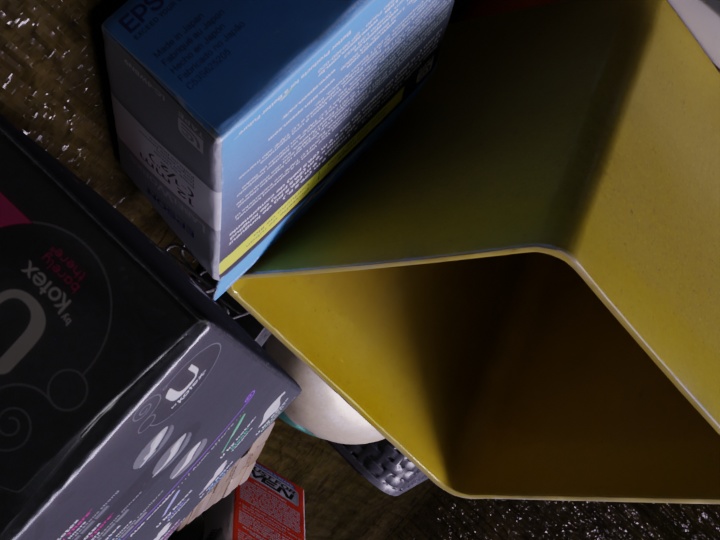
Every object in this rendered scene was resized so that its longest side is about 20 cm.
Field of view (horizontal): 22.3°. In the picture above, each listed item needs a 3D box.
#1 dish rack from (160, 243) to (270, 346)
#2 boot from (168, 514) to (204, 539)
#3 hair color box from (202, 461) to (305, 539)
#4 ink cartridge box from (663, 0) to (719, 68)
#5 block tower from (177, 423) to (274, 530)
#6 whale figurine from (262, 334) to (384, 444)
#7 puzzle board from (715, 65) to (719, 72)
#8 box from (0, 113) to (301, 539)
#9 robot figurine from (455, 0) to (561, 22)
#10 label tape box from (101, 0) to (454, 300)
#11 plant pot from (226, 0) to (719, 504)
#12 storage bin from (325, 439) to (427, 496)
[{"bbox_3d":[-0.106,0.044,0.899,0.154,0.055,0.200,-54,166,21],"label":"dish rack"},{"bbox_3d":[-0.163,0.231,1.137,0.200,0.077,0.138,-53,175,36],"label":"boot"},{"bbox_3d":[-0.089,0.211,1.161,0.111,0.064,0.200,-52,-166,16],"label":"hair color box"},{"bbox_3d":[0.171,-0.172,0.843,0.115,0.200,0.068,-48,169,-4],"label":"ink cartridge box"},{"bbox_3d":[-0.125,0.125,1.078,0.200,0.054,0.058,-34,155,-54],"label":"block tower"},{"bbox_3d":[0.000,0.000,1.071,0.159,0.103,0.201,34,74,-42],"label":"whale figurine"},{"bbox_3d":[0.192,-0.122,0.997,0.200,0.017,0.151,-47,-163,48],"label":"puzzle board"},{"bbox_3d":[-0.109,0.030,0.648,0.106,0.122,0.200,-47,169,-3],"label":"box"},{"bbox_3d":[0.124,-0.139,1.000,0.144,0.117,0.200,20,114,-46],"label":"robot figurine"},{"bbox_3d":[-0.029,-0.082,0.736,0.143,0.066,0.200,-45,173,-16],"label":"label tape box"},{"bbox_3d":[0.091,-0.017,0.867,0.199,0.200,0.177,-6,-129,42],"label":"plant pot"},{"bbox_3d":[0.025,0.061,1.226,0.094,0.135,0.200,-48,169,11],"label":"storage bin"}]
